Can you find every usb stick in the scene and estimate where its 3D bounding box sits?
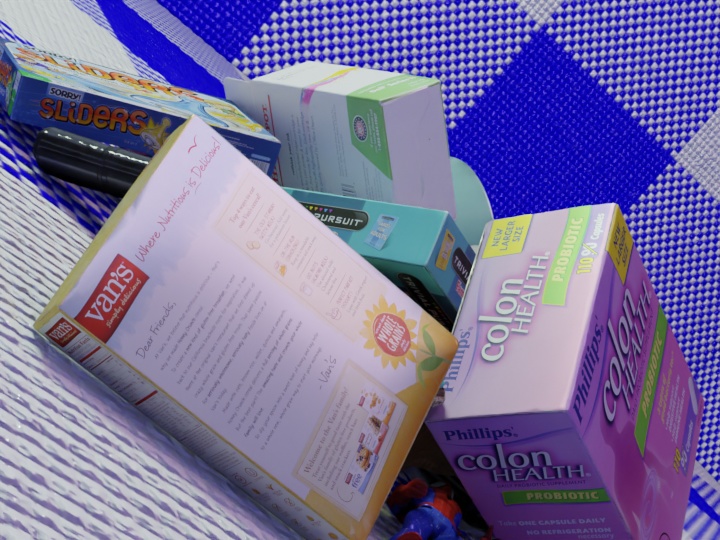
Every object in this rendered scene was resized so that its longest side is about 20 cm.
[{"bbox_3d":[-0.126,-0.055,0.988,0.199,0.033,0.055,18,-9,10],"label":"usb stick"}]

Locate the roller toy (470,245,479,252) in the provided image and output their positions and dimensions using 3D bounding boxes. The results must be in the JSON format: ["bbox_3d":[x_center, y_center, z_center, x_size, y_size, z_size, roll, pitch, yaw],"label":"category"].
[{"bbox_3d":[0.105,0.086,1.284,0.200,0.139,0.183,47,7,-43],"label":"roller toy"}]

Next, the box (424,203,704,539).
[{"bbox_3d":[0.142,0.092,0.962,0.201,0.096,0.177,58,38,-34],"label":"box"}]

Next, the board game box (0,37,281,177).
[{"bbox_3d":[-0.173,-0.121,1.106,0.199,0.035,0.135,13,14,-27],"label":"board game box"}]

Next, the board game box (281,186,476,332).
[{"bbox_3d":[0.000,0.000,1.110,0.199,0.047,0.151,10,-25,32],"label":"board game box"}]

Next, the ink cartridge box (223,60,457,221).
[{"bbox_3d":[-0.020,-0.100,1.171,0.199,0.067,0.118,17,-57,47],"label":"ink cartridge box"}]

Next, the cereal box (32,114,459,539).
[{"bbox_3d":[-0.052,0.034,0.772,0.200,0.144,0.039,40,-36,-14],"label":"cereal box"}]

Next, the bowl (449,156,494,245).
[{"bbox_3d":[0.040,-0.013,1.454,0.104,0.202,0.201,0,27,-26],"label":"bowl"}]

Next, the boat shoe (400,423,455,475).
[{"bbox_3d":[0.030,0.092,0.968,0.069,0.071,0.199,30,17,36],"label":"boat shoe"}]

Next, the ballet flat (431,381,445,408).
[{"bbox_3d":[-0.047,0.059,0.841,0.199,0.076,0.068,25,3,-26],"label":"ballet flat"}]

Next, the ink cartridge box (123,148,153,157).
[{"bbox_3d":[-0.130,-0.043,1.198,0.119,0.042,0.200,45,9,29],"label":"ink cartridge box"}]

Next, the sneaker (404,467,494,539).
[{"bbox_3d":[0.102,0.176,1.052,0.200,0.073,0.071,37,23,2],"label":"sneaker"}]

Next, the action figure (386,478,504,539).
[{"bbox_3d":[0.045,0.158,0.883,0.065,0.052,0.200,39,4,0],"label":"action figure"}]
